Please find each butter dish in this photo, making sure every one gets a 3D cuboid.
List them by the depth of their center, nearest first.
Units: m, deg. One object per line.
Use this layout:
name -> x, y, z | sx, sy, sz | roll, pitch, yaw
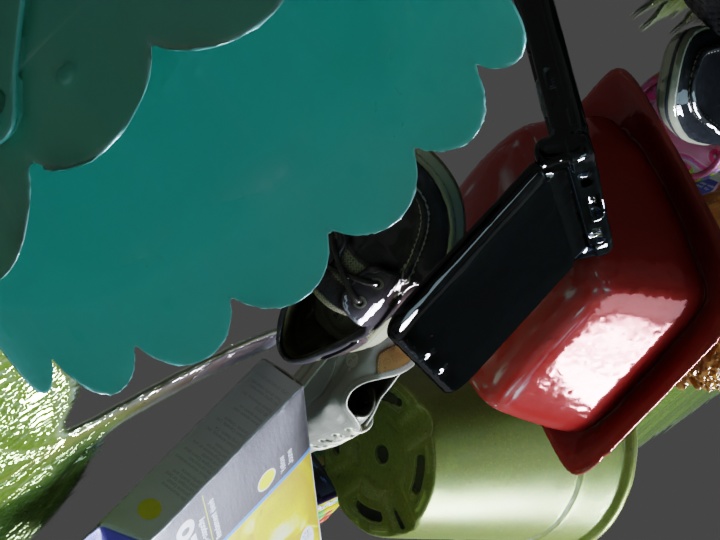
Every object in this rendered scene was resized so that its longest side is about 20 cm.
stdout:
butter dish -> 0.106, -0.001, 1.018 | 0.147, 0.201, 0.200 | 3, 139, -32

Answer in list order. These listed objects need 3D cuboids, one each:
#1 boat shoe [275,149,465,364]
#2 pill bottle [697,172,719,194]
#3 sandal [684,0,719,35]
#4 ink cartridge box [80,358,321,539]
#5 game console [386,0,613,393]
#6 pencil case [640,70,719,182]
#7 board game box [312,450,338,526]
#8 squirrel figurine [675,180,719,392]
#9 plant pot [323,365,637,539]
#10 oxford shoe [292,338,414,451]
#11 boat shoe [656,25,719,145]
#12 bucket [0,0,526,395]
boat shoe -> 0.000, 0.000, 0.934 | 0.065, 0.072, 0.200 | -34, 169, -30
pill bottle -> 0.282, -0.015, 1.404 | 0.199, 0.112, 0.112 | -30, 161, -27
sandal -> 0.204, -0.180, 0.907 | 0.045, 0.075, 0.200 | -41, 171, 3
ink cartridge box -> -0.107, 0.186, 1.083 | 0.200, 0.047, 0.198 | -47, 154, -28
game console -> 0.065, -0.047, 0.858 | 0.116, 0.177, 0.200 | -15, 165, 7
pencil case -> 0.270, -0.113, 1.180 | 0.199, 0.088, 0.088 | -16, 152, -51
board game box -> -0.119, 0.219, 1.263 | 0.200, 0.057, 0.166 | -15, 150, -53
squirrel figurine -> 0.213, 0.017, 1.179 | 0.186, 0.142, 0.200 | -36, 146, 19
plant pot -> 0.078, 0.134, 1.277 | 0.189, 0.201, 0.200 | -4, 143, -43
oxford shoe -> -0.022, 0.099, 1.158 | 0.075, 0.058, 0.200 | -26, 160, -44
boat shoe -> 0.251, -0.106, 1.042 | 0.199, 0.062, 0.075 | 15, 88, -49
bucket -> -0.061, -0.074, 0.506 | 0.207, 0.135, 0.207 | -35, 164, -12
